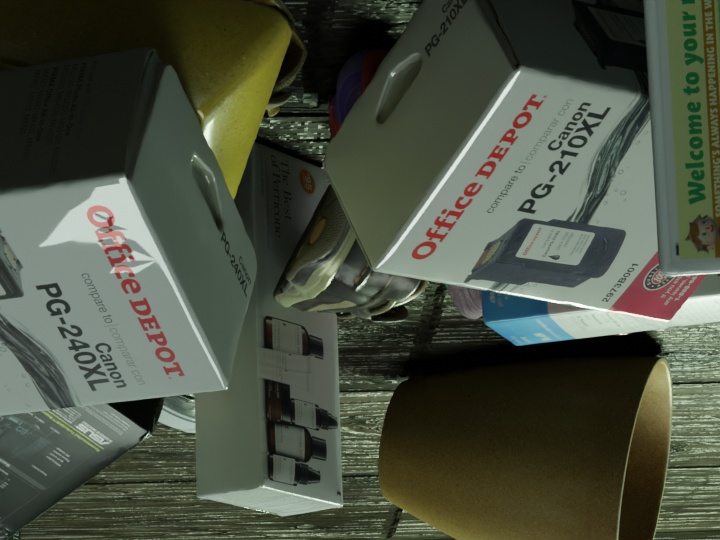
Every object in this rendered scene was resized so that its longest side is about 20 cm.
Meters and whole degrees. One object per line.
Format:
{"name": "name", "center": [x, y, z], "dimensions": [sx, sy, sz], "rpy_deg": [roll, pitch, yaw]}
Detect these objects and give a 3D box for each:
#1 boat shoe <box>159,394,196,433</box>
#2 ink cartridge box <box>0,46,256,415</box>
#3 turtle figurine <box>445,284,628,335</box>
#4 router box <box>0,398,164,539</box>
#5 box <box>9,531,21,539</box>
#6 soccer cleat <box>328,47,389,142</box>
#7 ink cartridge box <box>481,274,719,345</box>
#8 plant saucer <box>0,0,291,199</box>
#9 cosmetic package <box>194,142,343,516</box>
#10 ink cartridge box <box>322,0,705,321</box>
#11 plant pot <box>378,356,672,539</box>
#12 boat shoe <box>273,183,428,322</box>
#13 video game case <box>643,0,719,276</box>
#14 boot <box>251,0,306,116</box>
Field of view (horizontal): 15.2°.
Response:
{"name": "boat shoe", "center": [-0.106, 0.043, 1.568], "dimensions": [0.066, 0.070, 0.200], "rpy_deg": [-15, 152, 37]}
{"name": "ink cartridge box", "center": [-0.165, -0.010, 1.230], "dimensions": [0.199, 0.084, 0.146], "rpy_deg": [-7, 135, 17]}
{"name": "turtle figurine", "center": [0.149, -0.010, 1.626], "dimensions": [0.149, 0.101, 0.199], "rpy_deg": [10, 166, -38]}
{"name": "router box", "center": [-0.227, 0.052, 1.478], "dimensions": [0.200, 0.062, 0.150], "rpy_deg": [37, 127, -24]}
{"name": "box", "center": [-0.315, 0.120, 1.808], "dimensions": [0.124, 0.201, 0.148], "rpy_deg": [-9, 163, 27]}
{"name": "soccer cleat", "center": [0.009, -0.068, 1.456], "dimensions": [0.076, 0.067, 0.200], "rpy_deg": [-2, 167, 15]}
{"name": "ink cartridge box", "center": [0.169, -0.030, 1.508], "dimensions": [0.199, 0.117, 0.068], "rpy_deg": [-7, 164, 18]}
{"name": "plant saucer", "center": [-0.151, -0.061, 1.272], "dimensions": [0.199, 0.049, 0.200], "rpy_deg": [14, 138, -8]}
{"name": "cosmetic package", "center": [-0.052, 0.034, 1.544], "dimensions": [0.050, 0.201, 0.082], "rpy_deg": [-12, 162, 31]}
{"name": "ink cartridge box", "center": [0.104, -0.062, 1.353], "dimensions": [0.199, 0.085, 0.145], "rpy_deg": [9, 131, -34]}
{"name": "plant pot", "center": [0.120, 0.145, 2.047], "dimensions": [0.199, 0.188, 0.186], "rpy_deg": [8, 167, 15]}
{"name": "boat shoe", "center": [0.000, 0.000, 1.449], "dimensions": [0.073, 0.075, 0.200], "rpy_deg": [28, 180, -2]}
{"name": "video game case", "center": [0.210, -0.102, 1.136], "dimensions": [0.181, 0.201, 0.022], "rpy_deg": [-4, -169, 5]}
{"name": "boot", "center": [-0.086, -0.087, 1.363], "dimensions": [0.155, 0.073, 0.200], "rpy_deg": [-14, 158, 30]}
